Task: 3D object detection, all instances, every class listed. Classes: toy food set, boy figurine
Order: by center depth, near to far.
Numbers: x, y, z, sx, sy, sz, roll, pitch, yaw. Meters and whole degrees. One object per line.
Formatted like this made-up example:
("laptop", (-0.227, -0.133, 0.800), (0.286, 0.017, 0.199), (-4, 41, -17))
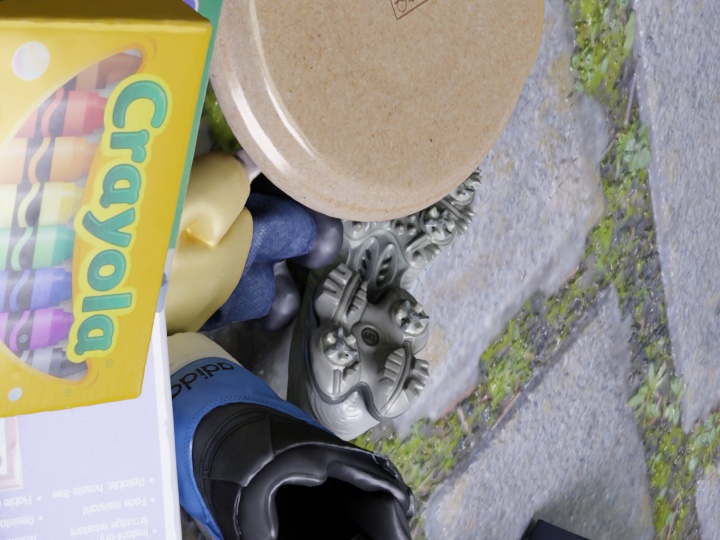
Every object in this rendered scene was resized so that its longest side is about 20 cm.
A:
("boy figurine", (-0.089, 0.001, 0.673), (0.199, 0.064, 0.125), (-7, 136, -57))
("toy food set", (0.004, -0.122, 0.683), (0.200, 0.048, 0.198), (-52, 126, -25))

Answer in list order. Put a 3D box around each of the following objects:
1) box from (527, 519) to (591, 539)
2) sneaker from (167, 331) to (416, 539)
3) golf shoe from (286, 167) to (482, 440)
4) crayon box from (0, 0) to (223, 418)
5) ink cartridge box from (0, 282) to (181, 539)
("box", (0.152, 0.308, 1.095), (0.198, 0.117, 0.200), (-59, 143, -17))
("sneaker", (-0.018, 0.112, 0.681), (0.077, 0.111, 0.200), (-44, 138, -10))
("golf shoe", (0.000, 0.000, 0.815), (0.097, 0.078, 0.201), (-50, -164, 51))
("crayon box", (-0.120, -0.021, 0.451), (0.199, 0.052, 0.127), (-7, 122, -37))
("ink cartridge box", (-0.162, 0.092, 0.569), (0.196, 0.047, 0.202), (-7, 111, -16))
